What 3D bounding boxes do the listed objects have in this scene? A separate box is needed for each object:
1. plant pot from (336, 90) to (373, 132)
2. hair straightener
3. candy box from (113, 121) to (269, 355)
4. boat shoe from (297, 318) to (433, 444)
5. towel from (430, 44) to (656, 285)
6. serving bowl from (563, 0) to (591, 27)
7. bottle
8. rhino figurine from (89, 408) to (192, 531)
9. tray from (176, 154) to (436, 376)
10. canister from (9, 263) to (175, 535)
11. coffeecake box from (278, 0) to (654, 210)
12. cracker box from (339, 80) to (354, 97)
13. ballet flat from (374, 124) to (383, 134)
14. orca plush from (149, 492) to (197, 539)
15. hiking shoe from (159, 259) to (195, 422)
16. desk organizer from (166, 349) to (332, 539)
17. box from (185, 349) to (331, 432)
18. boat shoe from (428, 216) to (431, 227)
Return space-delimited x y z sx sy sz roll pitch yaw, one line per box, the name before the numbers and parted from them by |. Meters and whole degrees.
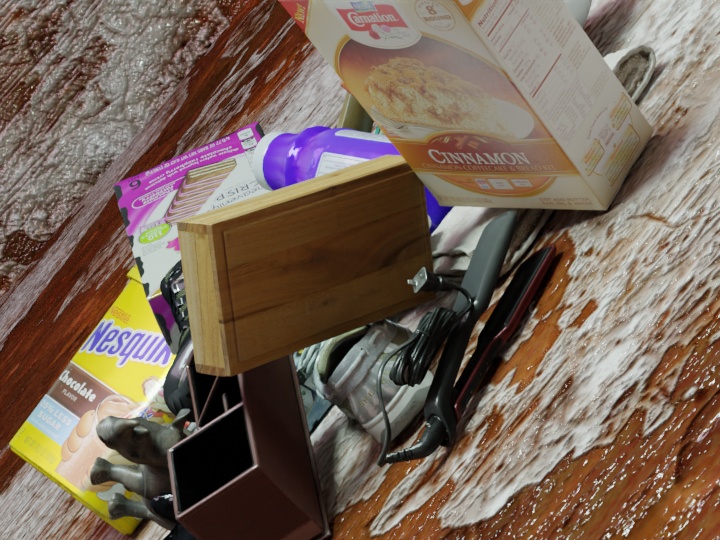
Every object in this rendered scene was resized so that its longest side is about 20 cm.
plant pot | -0.016 -0.081 2.003 0.200 0.027 0.201 -164 90 -87
hair straightener | 0.050 0.036 1.478 0.041 0.077 0.200 -27 26 56
candy box | -0.115 -0.029 1.922 0.136 0.061 0.200 -24 32 -1
boat shoe | -0.002 0.061 1.611 0.074 0.065 0.202 -49 13 4
towel | 0.117 -0.072 1.658 0.200 0.034 0.132 -53 14 -14
serving bowl | 0.111 -0.160 1.798 0.200 0.066 0.200 -48 -10 -11
bottle | 0.001 -0.070 1.783 0.200 0.083 0.066 12 84 45
rhino figurine | -0.142 0.137 1.696 0.200 0.087 0.060 79 -158 -66
tray | -0.030 -0.006 1.561 0.037 0.099 0.200 5 18 41
canister | -0.181 0.102 1.975 0.148 0.087 0.200 29 79 43
coffeecake box | 0.067 -0.131 1.524 0.153 0.200 0.073 4 52 48
cracker box | 0.072 -0.186 1.891 0.134 0.058 0.200 -52 -9 18
ballet flat | 0.032 -0.078 1.905 0.200 0.062 0.068 -71 -17 -53
orca plush | -0.115 0.173 1.664 0.200 0.071 0.105 -35 19 48
hiking shoe | -0.106 0.035 1.765 0.100 0.076 0.200 -5 42 36
desk organizer | -0.082 0.104 1.577 0.072 0.077 0.200 -33 35 13
box | -0.068 0.092 1.807 0.137 0.040 0.200 -53 13 -10
boat shoe | 0.000 0.000 1.739 0.068 0.072 0.200 -61 6 -17
